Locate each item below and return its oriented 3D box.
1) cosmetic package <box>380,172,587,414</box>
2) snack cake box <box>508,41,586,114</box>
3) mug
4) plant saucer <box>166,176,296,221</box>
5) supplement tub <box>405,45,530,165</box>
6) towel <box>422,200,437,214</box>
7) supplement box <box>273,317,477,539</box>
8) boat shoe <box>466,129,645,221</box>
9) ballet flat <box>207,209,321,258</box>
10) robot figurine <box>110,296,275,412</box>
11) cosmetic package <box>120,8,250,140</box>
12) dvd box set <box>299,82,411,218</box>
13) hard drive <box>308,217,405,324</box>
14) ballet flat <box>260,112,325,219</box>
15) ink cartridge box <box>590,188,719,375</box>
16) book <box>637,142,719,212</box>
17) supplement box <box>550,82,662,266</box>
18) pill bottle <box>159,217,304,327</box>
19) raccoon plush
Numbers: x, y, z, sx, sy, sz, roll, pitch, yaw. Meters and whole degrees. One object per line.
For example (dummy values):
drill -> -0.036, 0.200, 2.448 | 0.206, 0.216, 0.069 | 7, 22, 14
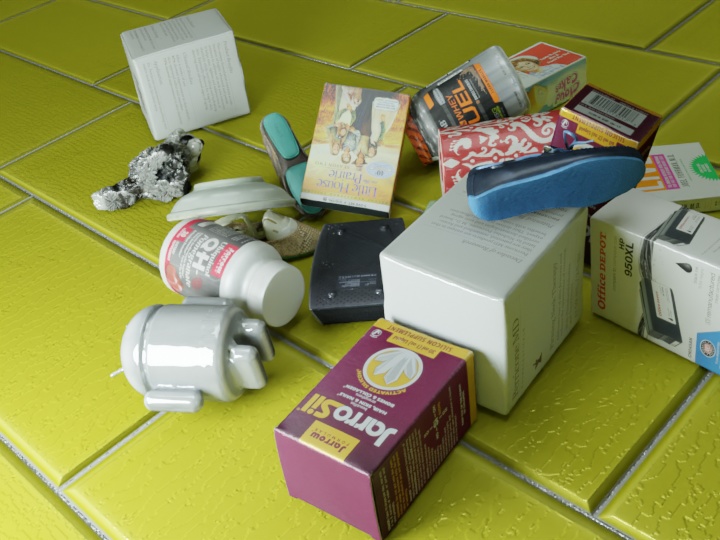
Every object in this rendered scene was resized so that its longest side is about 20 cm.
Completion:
cosmetic package -> 0.147, 0.020, 1.062 | 0.164, 0.170, 0.200 | 20, 45, 32
snack cake box -> 0.295, -0.331, 1.617 | 0.198, 0.068, 0.114 | -30, 39, -25
mug -> 0.216, -0.153, 1.354 | 0.195, 0.178, 0.136 | -5, 67, 2
plant saucer -> -0.195, -0.110, 1.367 | 0.195, 0.052, 0.200 | -6, 4, 0
supplement tub -> 0.165, -0.262, 1.473 | 0.198, 0.123, 0.123 | -31, 34, 8
towel -> 0.174, -0.052, 1.299 | 0.196, 0.024, 0.153 | 4, 36, 22
supplement box -> 0.021, 0.162, 0.966 | 0.129, 0.105, 0.200 | 17, 44, 31
boat shoe -> 0.212, -0.114, 1.001 | 0.195, 0.085, 0.070 | -7, 47, -4
ballet flat -> -0.152, -0.054, 1.343 | 0.195, 0.066, 0.071 | -6, 37, 5
robot figurine -> -0.205, 0.098, 1.101 | 0.195, 0.114, 0.172 | -1, 43, 14
cosmetic package -> -0.338, -0.382, 1.759 | 0.196, 0.170, 0.167 | -18, 35, -13
dvd box set -> -0.007, -0.188, 1.414 | 0.143, 0.029, 0.204 | 9, 72, 8
hard drive -> 0.000, 0.000, 1.250 | 0.131, 0.043, 0.202 | -5, 35, 7
ballet flat -> -0.107, -0.160, 1.465 | 0.067, 0.068, 0.203 | -16, 69, -18
ink cartridge box -> 0.368, 0.011, 1.053 | 0.083, 0.147, 0.199 | -31, 39, -28
book -> 0.415, -0.126, 1.327 | 0.195, 0.049, 0.135 | -6, 39, 2
supplement box -> 0.302, -0.123, 1.190 | 0.109, 0.203, 0.085 | 30, 46, 23
pill bottle -> -0.171, 0.006, 1.225 | 0.197, 0.113, 0.110 | 20, 44, 36
raccoon plush -> -0.362, -0.183, 1.561 | 0.195, 0.099, 0.135 | -9, 27, 2
